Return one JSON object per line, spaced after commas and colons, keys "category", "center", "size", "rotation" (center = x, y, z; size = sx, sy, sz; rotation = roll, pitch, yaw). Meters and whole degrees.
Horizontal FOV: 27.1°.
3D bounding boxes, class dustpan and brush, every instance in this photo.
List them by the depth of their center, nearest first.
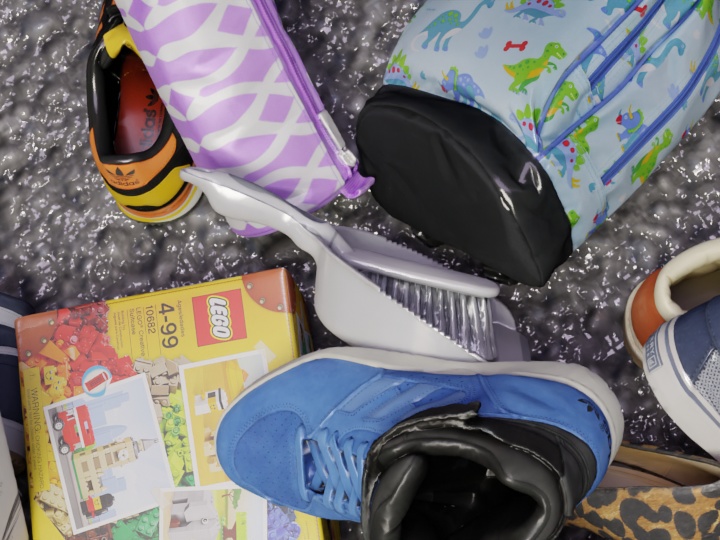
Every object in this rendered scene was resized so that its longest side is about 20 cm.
{"category": "dustpan and brush", "center": [0.000, 0.000, 0.744], "size": [0.198, 0.140, 0.058], "rotation": [16, 104, -1]}

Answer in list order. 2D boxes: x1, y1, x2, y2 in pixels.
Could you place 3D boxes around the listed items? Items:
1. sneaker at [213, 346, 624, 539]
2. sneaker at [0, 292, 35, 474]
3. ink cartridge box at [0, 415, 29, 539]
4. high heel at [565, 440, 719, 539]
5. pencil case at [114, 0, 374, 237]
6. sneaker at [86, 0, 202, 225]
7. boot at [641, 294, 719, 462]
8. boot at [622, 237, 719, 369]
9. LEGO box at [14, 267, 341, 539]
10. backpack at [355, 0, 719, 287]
{"category": "sneaker", "center": [0.007, 0.086, 0.650], "size": [0.198, 0.111, 0.078], "rotation": [-2, 107, 24]}
{"category": "sneaker", "center": [-0.268, 0.054, 0.819], "size": [0.197, 0.070, 0.110], "rotation": [0, 69, 12]}
{"category": "ink cartridge box", "center": [-0.240, 0.128, 0.721], "size": [0.145, 0.201, 0.083], "rotation": [17, 50, 11]}
{"category": "high heel", "center": [0.091, 0.079, 0.727], "size": [0.199, 0.143, 0.071], "rotation": [39, 56, 9]}
{"category": "pencil case", "center": [-0.068, -0.113, 0.778], "size": [0.085, 0.201, 0.084], "rotation": [-10, 28, 37]}
{"category": "sneaker", "center": [-0.116, -0.133, 0.837], "size": [0.069, 0.090, 0.203], "rotation": [-1, 76, 6]}
{"category": "boot", "center": [0.229, 0.077, 0.697], "size": [0.199, 0.090, 0.073], "rotation": [37, 39, -23]}
{"category": "boot", "center": [0.236, 0.018, 0.750], "size": [0.197, 0.107, 0.076], "rotation": [-4, 73, 4]}
{"category": "LEGO box", "center": [-0.090, 0.116, 0.776], "size": [0.147, 0.077, 0.202], "rotation": [-11, 75, 4]}
{"category": "backpack", "center": [0.107, -0.108, 0.779], "size": [0.199, 0.155, 0.163], "rotation": [-29, 32, -20]}
